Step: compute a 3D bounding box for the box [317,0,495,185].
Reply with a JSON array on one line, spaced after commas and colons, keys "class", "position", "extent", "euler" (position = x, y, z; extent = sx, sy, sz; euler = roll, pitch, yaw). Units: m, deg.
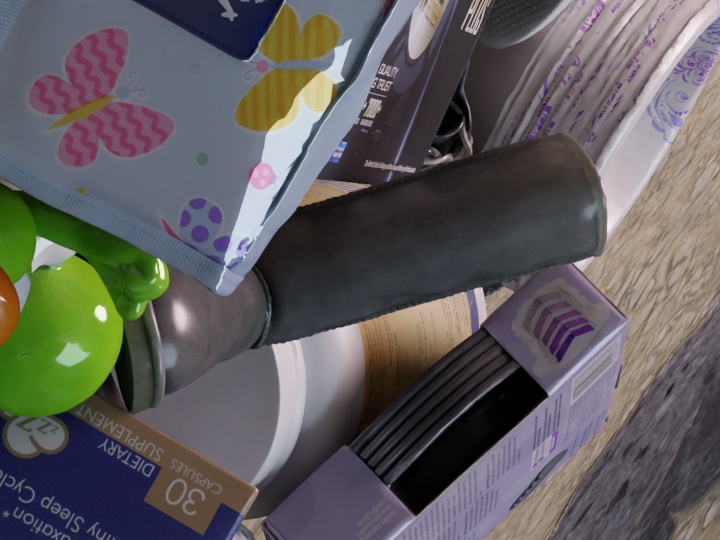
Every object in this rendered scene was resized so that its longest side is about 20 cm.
[{"class": "box", "position": [-0.004, -0.126, 1.073], "extent": [0.164, 0.086, 0.200], "euler": [-66, 167, 5]}]

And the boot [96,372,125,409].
[{"class": "boot", "position": [-0.145, 0.120, 0.975], "extent": [0.186, 0.201, 0.064], "euler": [-30, -173, -35]}]

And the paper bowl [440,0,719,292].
[{"class": "paper bowl", "position": [0.111, -0.089, 1.415], "extent": [0.201, 0.104, 0.201], "euler": [-56, 170, -16]}]

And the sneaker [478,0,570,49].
[{"class": "sneaker", "position": [0.114, -0.202, 1.322], "extent": [0.201, 0.070, 0.080], "euler": [-62, 163, 14]}]

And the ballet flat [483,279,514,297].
[{"class": "ballet flat", "position": [0.020, 0.002, 1.348], "extent": [0.200, 0.072, 0.072], "euler": [-30, 166, 15]}]

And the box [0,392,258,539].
[{"class": "box", "position": [-0.136, 0.135, 0.929], "extent": [0.201, 0.121, 0.032], "euler": [-61, -176, -17]}]

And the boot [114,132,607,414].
[{"class": "boot", "position": [0.000, -0.002, 1.017], "extent": [0.182, 0.199, 0.073], "euler": [-104, -173, -80]}]

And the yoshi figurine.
[{"class": "yoshi figurine", "position": [-0.123, 0.014, 0.862], "extent": [0.200, 0.112, 0.112], "euler": [-45, 155, -76]}]

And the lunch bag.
[{"class": "lunch bag", "position": [-0.076, -0.112, 0.811], "extent": [0.170, 0.200, 0.127], "euler": [-57, 161, 5]}]

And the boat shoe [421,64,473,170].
[{"class": "boat shoe", "position": [0.024, -0.071, 1.319], "extent": [0.073, 0.063, 0.200], "euler": [-47, 159, -25]}]

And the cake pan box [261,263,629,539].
[{"class": "cake pan box", "position": [0.040, 0.092, 1.201], "extent": [0.184, 0.052, 0.200], "euler": [-44, 166, -10]}]

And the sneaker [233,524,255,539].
[{"class": "sneaker", "position": [-0.126, 0.175, 1.119], "extent": [0.200, 0.072, 0.073], "euler": [-33, -153, 16]}]

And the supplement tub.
[{"class": "supplement tub", "position": [-0.042, 0.035, 1.207], "extent": [0.200, 0.144, 0.145], "euler": [-16, 136, -61]}]
